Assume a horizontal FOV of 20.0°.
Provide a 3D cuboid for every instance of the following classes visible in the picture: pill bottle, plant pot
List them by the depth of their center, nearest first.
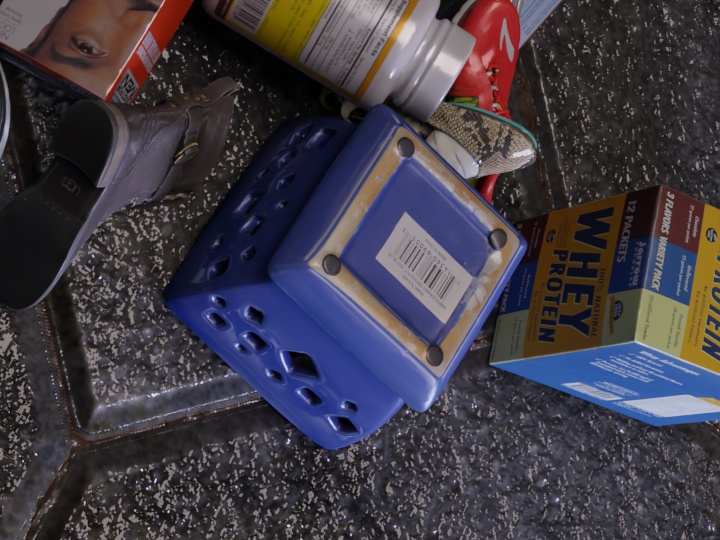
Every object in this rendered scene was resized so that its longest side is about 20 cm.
[{"bbox_3d":[-0.015,-0.199,1.582,0.199,0.109,0.110,31,66,-4],"label":"pill bottle"},{"bbox_3d":[0.000,0.000,1.592,0.200,0.180,0.200,43,62,-19],"label":"plant pot"}]

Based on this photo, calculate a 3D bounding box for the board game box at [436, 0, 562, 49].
[{"bbox_3d":[0.104,-0.229,1.786,0.103,0.019,0.200,50,61,-17],"label":"board game box"}]

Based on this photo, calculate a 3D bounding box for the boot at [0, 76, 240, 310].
[{"bbox_3d":[-0.178,-0.058,1.538,0.069,0.200,0.174,44,24,18],"label":"boot"}]

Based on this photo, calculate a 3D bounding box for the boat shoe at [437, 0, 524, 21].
[{"bbox_3d":[0.130,-0.283,1.760,0.065,0.074,0.203,30,72,-33],"label":"boat shoe"}]

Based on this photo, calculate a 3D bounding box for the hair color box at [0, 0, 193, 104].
[{"bbox_3d":[-0.180,-0.227,1.530,0.111,0.064,0.201,28,82,9],"label":"hair color box"}]

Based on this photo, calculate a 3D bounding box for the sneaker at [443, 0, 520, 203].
[{"bbox_3d":[0.105,-0.130,1.701,0.077,0.085,0.201,4,104,-34],"label":"sneaker"}]

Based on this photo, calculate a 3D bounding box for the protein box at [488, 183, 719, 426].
[{"bbox_3d":[0.253,0.036,1.732,0.198,0.200,0.136,21,72,-28],"label":"protein box"}]

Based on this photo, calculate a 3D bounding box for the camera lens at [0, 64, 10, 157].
[{"bbox_3d":[-0.339,-0.100,1.381,0.159,0.200,0.161,6,79,-31],"label":"camera lens"}]

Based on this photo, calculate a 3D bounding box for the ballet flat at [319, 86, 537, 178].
[{"bbox_3d":[0.047,-0.111,1.651,0.075,0.200,0.068,-48,147,-20],"label":"ballet flat"}]
